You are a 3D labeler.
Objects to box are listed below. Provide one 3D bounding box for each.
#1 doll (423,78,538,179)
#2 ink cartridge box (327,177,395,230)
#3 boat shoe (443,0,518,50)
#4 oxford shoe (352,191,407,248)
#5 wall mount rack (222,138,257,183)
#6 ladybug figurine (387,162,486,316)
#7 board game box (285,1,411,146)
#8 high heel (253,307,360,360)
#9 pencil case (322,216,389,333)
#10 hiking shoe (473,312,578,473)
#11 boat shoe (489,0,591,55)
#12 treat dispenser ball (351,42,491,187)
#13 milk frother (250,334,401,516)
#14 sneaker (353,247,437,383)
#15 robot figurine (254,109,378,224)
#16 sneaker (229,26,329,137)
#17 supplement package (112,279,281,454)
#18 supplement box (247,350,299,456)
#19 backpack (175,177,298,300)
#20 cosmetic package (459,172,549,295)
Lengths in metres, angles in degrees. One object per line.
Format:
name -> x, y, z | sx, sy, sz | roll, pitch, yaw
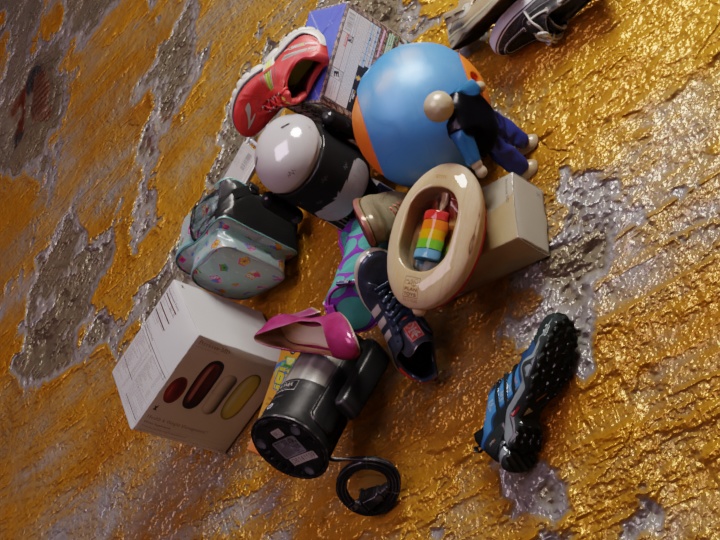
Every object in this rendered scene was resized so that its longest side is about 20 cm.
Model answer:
doll -> 0.159, -0.182, 1.392 | 0.048, 0.199, 0.139 | -17, 59, 43
ink cartridge box -> -0.032, -0.120, 1.708 | 0.199, 0.044, 0.095 | 30, 94, 51
boat shoe -> 0.169, -0.382, 1.527 | 0.066, 0.071, 0.200 | 66, 163, 0
oxford shoe -> 0.038, -0.082, 1.459 | 0.074, 0.071, 0.200 | -21, 9, 13
wall mount rack -> -0.208, -0.178, 1.925 | 0.202, 0.074, 0.174 | -58, 43, 11
ladybug figurine -> 0.104, -0.036, 1.366 | 0.134, 0.072, 0.203 | 11, 79, 40
board game box -> 0.001, -0.289, 1.628 | 0.096, 0.199, 0.162 | 4, 75, 50
high heel -> -0.073, 0.093, 1.424 | 0.200, 0.095, 0.068 | 28, 136, 61
pencil case -> 0.000, 0.000, 1.526 | 0.091, 0.086, 0.201 | -2, 31, 10
hiking shoe -> 0.195, 0.140, 1.293 | 0.086, 0.074, 0.202 | 23, 90, 51
boat shoe -> 0.258, -0.350, 1.466 | 0.199, 0.073, 0.069 | -37, 66, 40
treat dispenser ball -> 0.087, -0.219, 1.495 | 0.200, 0.199, 0.204 | -25, 54, 40
milk frother -> -0.020, 0.211, 1.475 | 0.178, 0.202, 0.189 | -8, 33, 34
sneaker -> 0.056, 0.063, 1.408 | 0.074, 0.202, 0.084 | -30, 25, -9
robot figurine -> -0.066, -0.151, 1.570 | 0.124, 0.199, 0.153 | -2, 69, 47
sneaker -> -0.119, -0.264, 1.541 | 0.200, 0.076, 0.086 | -47, 47, 26
supplement package -> -0.261, 0.160, 1.718 | 0.201, 0.190, 0.148 | -53, 41, 17
supplement box -> -0.103, 0.192, 1.620 | 0.066, 0.068, 0.203 | 11, 78, 48
backpack -> -0.214, -0.040, 1.778 | 0.199, 0.174, 0.156 | -24, 52, 48
cosmetic package -> 0.154, -0.040, 1.432 | 0.199, 0.071, 0.107 | -28, 52, 38
